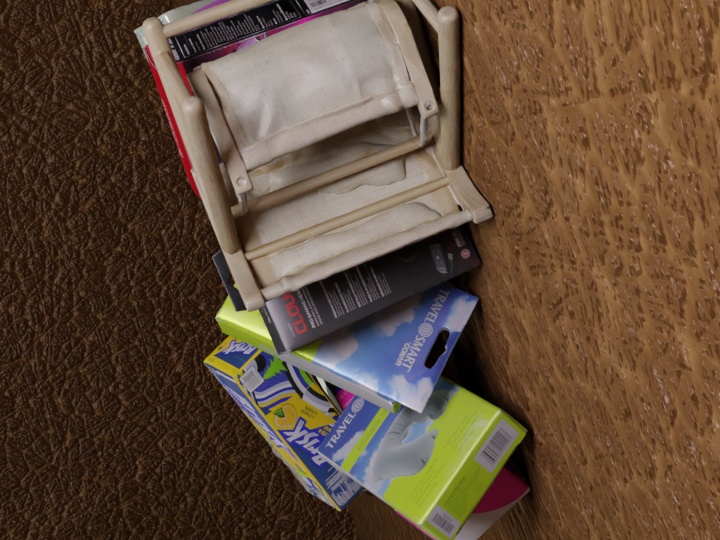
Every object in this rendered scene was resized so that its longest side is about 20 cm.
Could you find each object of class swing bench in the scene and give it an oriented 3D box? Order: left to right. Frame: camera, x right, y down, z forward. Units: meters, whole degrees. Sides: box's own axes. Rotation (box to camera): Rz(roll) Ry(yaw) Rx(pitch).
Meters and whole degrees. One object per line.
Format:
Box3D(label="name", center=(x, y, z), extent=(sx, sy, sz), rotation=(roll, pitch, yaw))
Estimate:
Box3D(label="swing bench", center=(-0.028, -0.105, 1.046), extent=(0.130, 0.198, 0.200), rotation=(-119, 11, -46))

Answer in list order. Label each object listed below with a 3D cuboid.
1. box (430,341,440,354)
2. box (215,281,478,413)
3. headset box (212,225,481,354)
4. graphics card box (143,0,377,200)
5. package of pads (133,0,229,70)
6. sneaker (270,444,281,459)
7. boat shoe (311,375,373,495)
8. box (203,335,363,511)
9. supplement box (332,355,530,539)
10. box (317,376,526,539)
Box3D(label="box", center=(-0.030, 0.018, 1.507), extent=(0.200, 0.086, 0.164), rotation=(29, -153, -48))
Box3D(label="box", center=(-0.011, 0.038, 1.257), extent=(0.200, 0.122, 0.048), rotation=(25, 165, 10))
Box3D(label="headset box", center=(-0.024, -0.029, 1.192), extent=(0.077, 0.200, 0.149), rotation=(153, 93, -79))
Box3D(label="graphics card box", center=(-0.054, -0.146, 1.117), extent=(0.051, 0.199, 0.126), rotation=(-121, 13, -53))
Box3D(label="package of pads", center=(-0.126, -0.213, 1.505), extent=(0.068, 0.200, 0.155), rotation=(-19, 99, 40))
Box3D(label="sneaker", center=(-0.031, 0.125, 1.619), extent=(0.112, 0.200, 0.078), rotation=(53, 173, 33))
Box3D(label="boat shoe", center=(-0.023, 0.149, 1.524), extent=(0.201, 0.061, 0.072), rotation=(57, -150, 3))
Box3D(label="box", center=(-0.066, 0.144, 1.414), extent=(0.070, 0.064, 0.200), rotation=(19, 149, 55))
Box3D(label="supplement box", center=(0.065, 0.165, 1.395), extent=(0.101, 0.103, 0.200), rotation=(41, -169, -34))
Box3D(label="box", center=(0.046, 0.150, 1.286), extent=(0.048, 0.122, 0.200), rotation=(41, 171, -34))
